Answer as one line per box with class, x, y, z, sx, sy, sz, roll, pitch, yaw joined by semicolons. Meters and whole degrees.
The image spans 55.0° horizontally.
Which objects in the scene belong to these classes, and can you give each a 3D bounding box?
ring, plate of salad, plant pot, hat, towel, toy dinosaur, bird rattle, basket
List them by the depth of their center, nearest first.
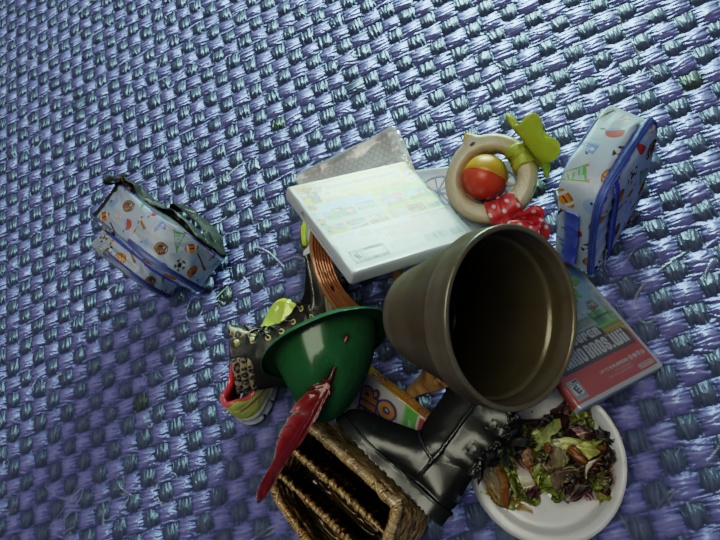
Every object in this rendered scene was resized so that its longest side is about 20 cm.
plant pot;0.121;0.054;0.808;0.173;0.199;0.201;-5;64;58
hat;-0.026;0.166;0.836;0.199;0.166;0.177;-27;59;7
plate of salad;0.218;0.233;0.842;0.199;0.048;0.201;-6;79;30
basket;-0.031;0.298;0.889;0.200;0.149;0.143;35;87;29
toy dinosaur;0.095;0.139;0.921;0.200;0.060;0.107;-32;63;23
bird rattle;0.196;-0.116;0.960;0.162;0.112;0.201;17;95;30
ring;0.000;0.000;0.966;0.019;0.200;0.201;-27;60;36
towel;-0.002;-0.113;1.098;0.199;0.032;0.192;-23;64;15

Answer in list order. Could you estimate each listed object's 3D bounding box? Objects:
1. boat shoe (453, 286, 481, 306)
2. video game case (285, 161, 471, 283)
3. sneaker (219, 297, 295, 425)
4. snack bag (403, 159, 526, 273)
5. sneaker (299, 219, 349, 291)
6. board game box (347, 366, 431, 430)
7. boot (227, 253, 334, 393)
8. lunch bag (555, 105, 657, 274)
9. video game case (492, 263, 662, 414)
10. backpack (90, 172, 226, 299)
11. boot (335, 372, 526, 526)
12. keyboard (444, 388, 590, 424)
boat shoe;0.142;0.001;0.940;0.200;0.073;0.062;35;92;24
video game case;0.027;-0.072;0.934;0.199;0.023;0.182;-17;50;-27
sneaker;-0.148;0.131;1.037;0.078;0.090;0.201;13;75;29
snack bag;0.151;-0.060;1.001;0.187;0.021;0.201;-5;76;13
sneaker;-0.037;0.007;1.028;0.080;0.074;0.201;-10;87;14
board game box;0.042;0.208;0.932;0.200;0.030;0.096;36;115;28
boot;-0.108;0.079;0.961;0.150;0.073;0.201;-6;104;-5
lunch bag;0.300;-0.090;0.861;0.075;0.200;0.161;25;69;27
video game case;0.263;0.069;0.873;0.142;0.017;0.200;-19;58;-24
backpack;-0.326;-0.043;1.133;0.190;0.200;0.155;26;88;23
boot;0.087;0.190;0.847;0.198;0.073;0.163;37;82;30
keyboard;0.211;0.140;0.911;0.199;0.040;0.105;6;87;31
